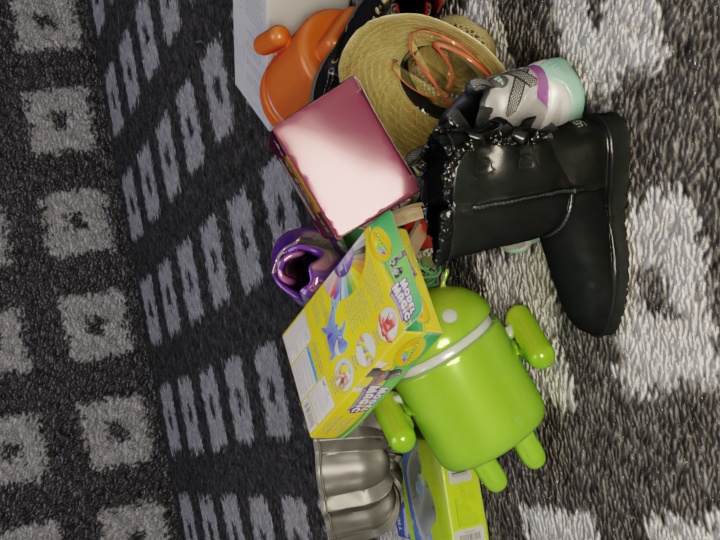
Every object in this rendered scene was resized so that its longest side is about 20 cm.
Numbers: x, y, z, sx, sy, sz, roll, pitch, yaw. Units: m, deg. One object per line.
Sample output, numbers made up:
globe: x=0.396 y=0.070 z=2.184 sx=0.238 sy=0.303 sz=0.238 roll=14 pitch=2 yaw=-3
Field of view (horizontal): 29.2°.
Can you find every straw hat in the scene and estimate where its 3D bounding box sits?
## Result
straw hat: x=0.082 y=-0.185 z=1.270 sx=0.086 sy=0.199 sz=0.202 roll=-60 pitch=-2 yaw=-31

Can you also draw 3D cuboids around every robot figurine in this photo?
robot figurine: x=0.095 y=0.103 z=1.283 sx=0.202 sy=0.174 sz=0.116 roll=60 pitch=-178 yaw=-7
robot figurine: x=-0.045 y=-0.219 z=1.561 sx=0.200 sy=0.142 sz=0.118 roll=-38 pitch=56 yaw=56

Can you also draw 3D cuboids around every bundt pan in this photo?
bundt pan: x=0.002 y=0.195 z=1.492 sx=0.202 sy=0.075 sz=0.205 roll=-6 pitch=-90 yaw=-82

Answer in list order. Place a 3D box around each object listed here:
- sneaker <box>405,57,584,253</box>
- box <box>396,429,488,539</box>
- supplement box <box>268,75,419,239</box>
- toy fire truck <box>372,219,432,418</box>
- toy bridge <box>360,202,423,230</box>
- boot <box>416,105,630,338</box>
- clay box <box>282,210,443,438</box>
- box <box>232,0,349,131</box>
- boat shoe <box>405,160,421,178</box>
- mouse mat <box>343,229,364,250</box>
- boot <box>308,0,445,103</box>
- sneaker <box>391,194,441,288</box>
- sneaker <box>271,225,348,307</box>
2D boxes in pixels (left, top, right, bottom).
sneaker: x=0.102 y=-0.091 z=1.182 sx=0.078 sy=0.138 sz=0.202 roll=-119 pitch=27 yaw=-43
box: x=0.078 y=0.243 z=1.557 sx=0.200 sy=0.047 sz=0.124 roll=165 pitch=96 yaw=-70
supplement box: x=-0.019 y=-0.095 z=1.227 sx=0.111 sy=0.085 sz=0.200 roll=59 pitch=177 yaw=-4
toy fire truck: x=0.057 y=0.042 z=1.369 sx=0.048 sy=0.200 sz=0.142 roll=-6 pitch=122 yaw=52
toy bridge: x=0.015 y=-0.073 z=1.365 sx=0.199 sy=0.027 sz=0.068 roll=16 pitch=75 yaw=46
boot: x=0.130 y=-0.033 z=1.095 sx=0.073 sy=0.160 sz=0.201 roll=-136 pitch=41 yaw=-62
clay box: x=0.005 y=0.050 z=1.242 sx=0.200 sy=0.047 sz=0.116 roll=-49 pitch=47 yaw=39
box: x=-0.087 y=-0.298 z=1.692 sx=0.153 sy=0.105 sz=0.202 roll=-125 pitch=31 yaw=-53
boat shoe: x=0.067 y=-0.118 z=1.391 sx=0.200 sy=0.063 sz=0.072 roll=-126 pitch=33 yaw=-53
mouse mat: x=0.000 y=0.000 z=1.472 sx=0.162 sy=0.007 sz=0.202 roll=-121 pitch=22 yaw=-47
boot: x=0.019 y=-0.226 z=1.379 sx=0.202 sy=0.073 sz=0.150 roll=-65 pitch=12 yaw=-22
sneaker: x=0.057 y=0.003 z=1.476 sx=0.088 sy=0.077 sz=0.202 roll=-21 pitch=92 yaw=41
sneaker: x=-0.056 y=-0.004 z=1.433 sx=0.200 sy=0.087 sz=0.082 roll=33 pitch=107 yaw=60
